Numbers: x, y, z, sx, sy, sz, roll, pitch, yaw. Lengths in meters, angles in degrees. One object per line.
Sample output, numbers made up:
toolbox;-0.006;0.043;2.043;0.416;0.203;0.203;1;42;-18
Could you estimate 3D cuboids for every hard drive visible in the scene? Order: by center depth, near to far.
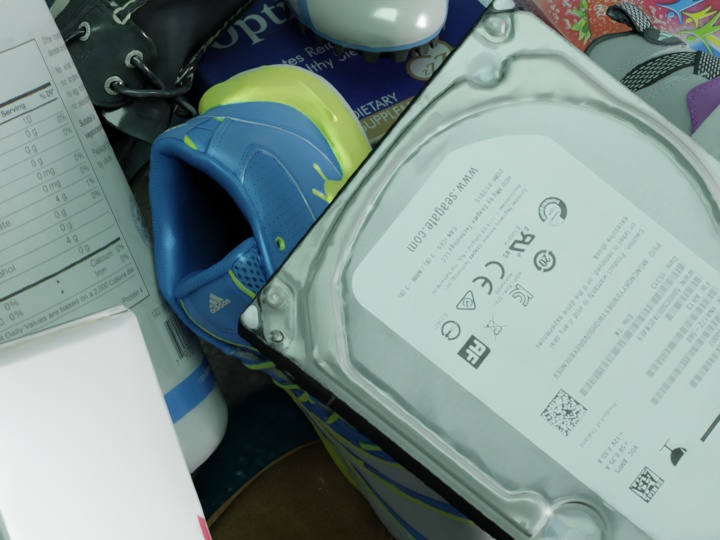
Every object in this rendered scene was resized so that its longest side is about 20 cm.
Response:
hard drive;0.079;0.026;0.630;0.200;0.038;0.140;39;80;1

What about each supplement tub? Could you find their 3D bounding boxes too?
supplement tub;-0.141;-0.006;0.688;0.132;0.132;0.200;-28;99;-21

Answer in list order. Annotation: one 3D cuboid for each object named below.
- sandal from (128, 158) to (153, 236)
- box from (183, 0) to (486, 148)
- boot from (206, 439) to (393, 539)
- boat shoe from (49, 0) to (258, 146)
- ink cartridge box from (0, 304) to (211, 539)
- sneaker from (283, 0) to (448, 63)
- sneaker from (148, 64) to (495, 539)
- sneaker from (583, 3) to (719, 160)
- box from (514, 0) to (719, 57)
sandal;0.000;0.000;0.792;0.200;0.055;0.082;30;62;7
box;-0.030;-0.112;0.830;0.121;0.032;0.200;-25;51;-20
boot;-0.049;0.127;0.705;0.074;0.076;0.200;34;59;15
boat shoe;-0.097;-0.071;0.759;0.199;0.074;0.066;-29;69;19
ink cartridge box;-0.141;0.109;0.595;0.084;0.200;0.145;-20;91;-56
sneaker;-0.001;-0.163;0.807;0.072;0.073;0.200;-2;49;-4
sneaker;-0.018;0.027;0.693;0.105;0.076;0.200;-24;85;-54
sneaker;0.087;-0.005;0.748;0.078;0.200;0.140;-9;40;-47
box;0.144;-0.044;0.812;0.095;0.100;0.200;-30;71;-22
